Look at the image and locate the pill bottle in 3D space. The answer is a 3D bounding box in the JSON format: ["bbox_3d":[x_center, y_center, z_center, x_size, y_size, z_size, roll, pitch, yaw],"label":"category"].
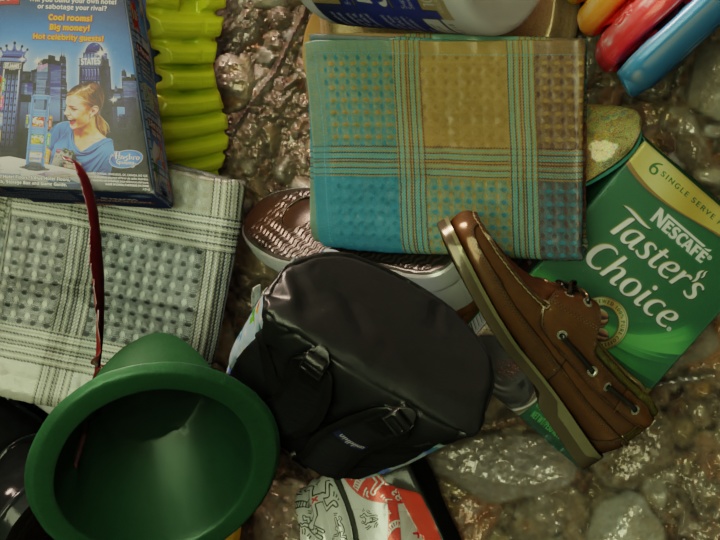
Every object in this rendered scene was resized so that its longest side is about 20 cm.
[{"bbox_3d":[0.017,-0.221,1.157,0.199,0.119,0.121,10,91,40],"label":"pill bottle"}]

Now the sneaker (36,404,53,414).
[{"bbox_3d":[-0.212,0.053,1.316,0.199,0.073,0.112,35,95,8],"label":"sneaker"}]

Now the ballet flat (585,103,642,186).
[{"bbox_3d":[0.096,-0.075,1.183,0.199,0.070,0.071,-21,80,41],"label":"ballet flat"}]

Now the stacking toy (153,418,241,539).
[{"bbox_3d":[-0.129,0.187,1.233,0.145,0.146,0.202,22,97,17],"label":"stacking toy"}]

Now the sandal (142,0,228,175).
[{"bbox_3d":[-0.147,-0.134,1.306,0.087,0.079,0.202,15,100,53],"label":"sandal"}]

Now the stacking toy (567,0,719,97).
[{"bbox_3d":[0.157,-0.223,1.165,0.110,0.116,0.200,-41,87,10],"label":"stacking toy"}]

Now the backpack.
[{"bbox_3d":[-0.012,0.067,1.165,0.162,0.154,0.200,30,141,-5],"label":"backpack"}]

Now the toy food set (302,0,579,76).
[{"bbox_3d":[0.064,-0.181,1.244,0.197,0.049,0.201,27,95,17],"label":"toy food set"}]

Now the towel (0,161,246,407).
[{"bbox_3d":[-0.192,0.007,1.255,0.198,0.035,0.194,13,95,10],"label":"towel"}]

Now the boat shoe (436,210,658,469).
[{"bbox_3d":[0.122,0.033,1.129,0.068,0.072,0.201,-32,114,8],"label":"boat shoe"}]

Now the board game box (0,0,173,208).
[{"bbox_3d":[-0.225,-0.151,1.226,0.198,0.062,0.202,4,82,7],"label":"board game box"}]

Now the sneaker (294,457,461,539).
[{"bbox_3d":[0.025,0.226,1.229,0.107,0.067,0.203,-27,76,16],"label":"sneaker"}]

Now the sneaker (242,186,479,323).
[{"bbox_3d":[0.000,0.000,1.248,0.199,0.085,0.073,18,61,38],"label":"sneaker"}]

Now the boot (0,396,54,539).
[{"bbox_3d":[-0.271,0.128,1.265,0.162,0.198,0.074,37,99,9],"label":"boot"}]

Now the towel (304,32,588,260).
[{"bbox_3d":[0.055,-0.083,1.154,0.198,0.022,0.148,4,100,26],"label":"towel"}]

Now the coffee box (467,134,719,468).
[{"bbox_3d":[0.168,0.019,1.182,0.123,0.044,0.200,40,100,-9],"label":"coffee box"}]

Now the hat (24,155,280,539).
[{"bbox_3d":[-0.146,0.069,1.185,0.177,0.164,0.201,-110,38,-51],"label":"hat"}]
